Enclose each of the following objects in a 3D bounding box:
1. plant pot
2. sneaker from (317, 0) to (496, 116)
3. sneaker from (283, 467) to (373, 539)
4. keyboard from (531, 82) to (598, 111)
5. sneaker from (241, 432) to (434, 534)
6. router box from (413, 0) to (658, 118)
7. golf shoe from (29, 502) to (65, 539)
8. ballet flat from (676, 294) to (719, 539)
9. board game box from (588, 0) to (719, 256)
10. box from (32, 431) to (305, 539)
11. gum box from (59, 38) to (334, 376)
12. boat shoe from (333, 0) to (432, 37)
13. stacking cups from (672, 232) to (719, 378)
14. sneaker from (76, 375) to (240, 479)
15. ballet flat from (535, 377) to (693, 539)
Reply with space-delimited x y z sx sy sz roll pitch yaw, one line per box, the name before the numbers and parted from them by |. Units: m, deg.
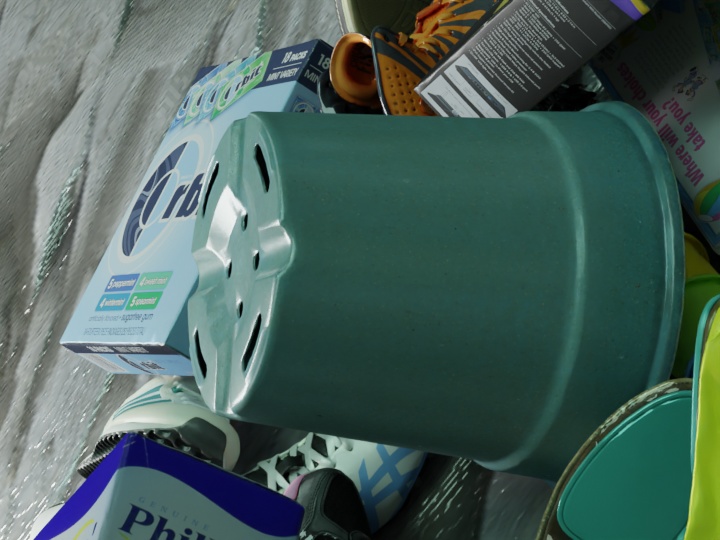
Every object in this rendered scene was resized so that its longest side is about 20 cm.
plant pot | 0.027 0.006 1.155 0.200 0.195 0.201 -175 90 -70
sneaker | 0.039 -0.127 1.329 0.078 0.112 0.201 -40 36 42
sneaker | 0.015 0.183 1.197 0.095 0.079 0.201 -29 54 22
keyboard | 0.106 -0.060 1.322 0.104 0.040 0.200 -63 28 7
sneaker | -0.032 0.124 1.297 0.200 0.072 0.072 -46 35 11
router box | 0.133 -0.166 1.249 0.200 0.052 0.157 -49 6 -40
golf shoe | -0.164 0.177 1.389 0.078 0.094 0.200 -57 34 0
ballet flat | 0.173 0.107 1.025 0.067 0.067 0.201 16 108 37
board game box | 0.205 -0.105 1.237 0.134 0.034 0.200 -44 37 15
box | -0.128 0.216 1.178 0.184 0.105 0.201 -46 24 50
gum box | -0.089 -0.034 1.393 0.170 0.044 0.201 -4 58 63
boat shoe | 0.008 -0.212 1.529 0.065 0.073 0.201 -45 37 52
stacking cups | 0.183 0.054 1.111 0.061 0.060 0.200 -48 36 10
sneaker | -0.108 0.085 1.379 0.094 0.070 0.200 -60 9 -20
ballet flat | 0.113 0.135 1.113 0.200 0.070 0.065 -57 -9 9
